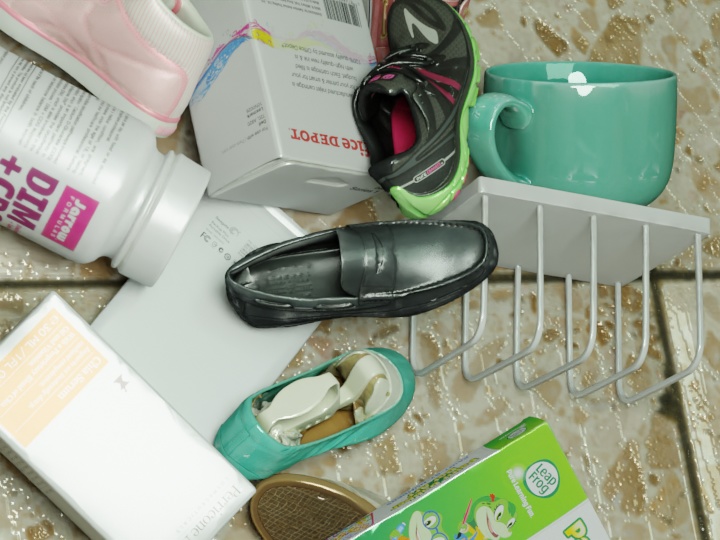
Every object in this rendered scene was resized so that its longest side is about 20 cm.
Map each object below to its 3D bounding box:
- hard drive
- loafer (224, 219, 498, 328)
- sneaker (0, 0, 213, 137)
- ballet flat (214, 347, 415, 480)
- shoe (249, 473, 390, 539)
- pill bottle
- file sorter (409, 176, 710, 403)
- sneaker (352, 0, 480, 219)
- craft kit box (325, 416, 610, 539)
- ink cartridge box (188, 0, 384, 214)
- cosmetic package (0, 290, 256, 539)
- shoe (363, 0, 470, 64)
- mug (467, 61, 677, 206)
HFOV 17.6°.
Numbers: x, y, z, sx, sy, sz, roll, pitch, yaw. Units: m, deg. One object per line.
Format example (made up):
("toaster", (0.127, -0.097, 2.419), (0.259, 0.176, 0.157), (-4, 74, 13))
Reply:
("hard drive", (-0.109, 0.033, 1.729), (0.132, 0.027, 0.200), (41, 58, -6))
("loafer", (0.000, 0.000, 1.686), (0.200, 0.070, 0.068), (-11, 70, 8))
("sneaker", (-0.194, -0.196, 1.712), (0.200, 0.105, 0.075), (37, 20, 8))
("ballet flat", (-0.019, 0.096, 1.705), (0.200, 0.070, 0.067), (-25, 73, -40))
("shoe", (0.008, 0.202, 1.710), (0.200, 0.053, 0.070), (26, 97, -10))
("pill bottle", (-0.216, -0.075, 1.660), (0.200, 0.113, 0.114), (27, 61, -7))
("file sorter", (0.150, 0.023, 1.793), (0.200, 0.139, 0.125), (9, 69, -22))
("sneaker", (0.040, -0.136, 1.745), (0.084, 0.077, 0.200), (33, 43, -38))
("craft kit box", (0.093, 0.240, 1.677), (0.197, 0.049, 0.200), (-31, 97, -14))
("ink cartridge box", (-0.060, -0.152, 1.763), (0.145, 0.084, 0.200), (7, 65, -49))
("cosmetic package", (-0.181, 0.121, 1.621), (0.200, 0.071, 0.101), (44, 75, -5))
("shoe", (0.047, -0.182, 1.848), (0.071, 0.091, 0.201), (5, 68, -23))
("mug", (0.157, -0.100, 1.837), (0.185, 0.152, 0.115), (-2, 102, -12))
